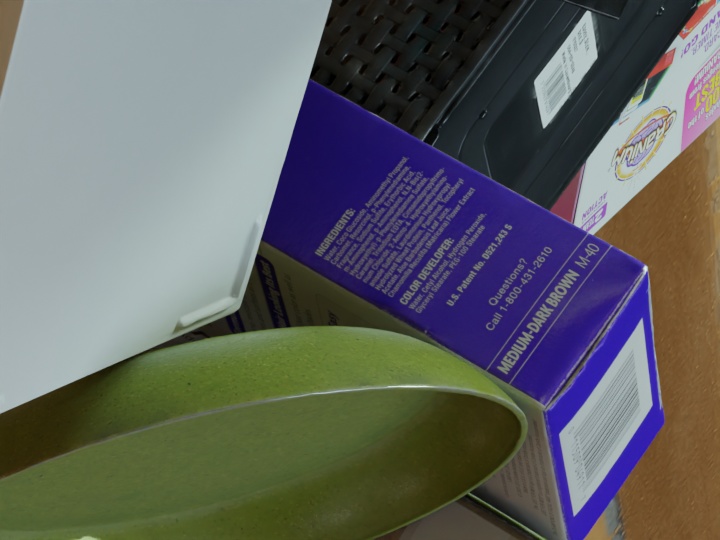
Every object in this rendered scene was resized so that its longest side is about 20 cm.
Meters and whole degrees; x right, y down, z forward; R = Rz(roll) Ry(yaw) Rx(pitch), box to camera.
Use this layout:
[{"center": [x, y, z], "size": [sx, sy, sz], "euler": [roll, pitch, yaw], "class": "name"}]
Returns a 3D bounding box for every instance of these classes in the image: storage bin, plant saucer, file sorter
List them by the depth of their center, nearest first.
[{"center": [-0.092, -0.085, 0.772], "size": [0.139, 0.124, 0.201], "euler": [-24, 139, -54], "class": "file sorter"}, {"center": [-0.050, 0.059, 0.885], "size": [0.199, 0.031, 0.200], "euler": [-14, 161, -5], "class": "plant saucer"}, {"center": [0.043, -0.096, 1.092], "size": [0.200, 0.094, 0.135], "euler": [-54, 157, -17], "class": "storage bin"}]

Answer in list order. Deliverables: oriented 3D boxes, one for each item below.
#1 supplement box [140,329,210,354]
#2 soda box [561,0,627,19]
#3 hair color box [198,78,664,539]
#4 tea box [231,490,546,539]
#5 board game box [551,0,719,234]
[{"center": [-0.094, 0.124, 1.095], "size": [0.200, 0.073, 0.126], "euler": [-48, 155, -26], "class": "supplement box"}, {"center": [0.016, -0.113, 0.713], "size": [0.064, 0.071, 0.200], "euler": [-63, 156, 10], "class": "soda box"}, {"center": [0.000, 0.000, 0.974], "size": [0.065, 0.199, 0.109], "euler": [-53, 157, -20], "class": "hair color box"}, {"center": [-0.005, 0.167, 1.060], "size": [0.201, 0.133, 0.197], "euler": [-60, 157, 0], "class": "tea box"}, {"center": [0.128, -0.121, 1.310], "size": [0.153, 0.040, 0.201], "euler": [-41, 151, -39], "class": "board game box"}]
